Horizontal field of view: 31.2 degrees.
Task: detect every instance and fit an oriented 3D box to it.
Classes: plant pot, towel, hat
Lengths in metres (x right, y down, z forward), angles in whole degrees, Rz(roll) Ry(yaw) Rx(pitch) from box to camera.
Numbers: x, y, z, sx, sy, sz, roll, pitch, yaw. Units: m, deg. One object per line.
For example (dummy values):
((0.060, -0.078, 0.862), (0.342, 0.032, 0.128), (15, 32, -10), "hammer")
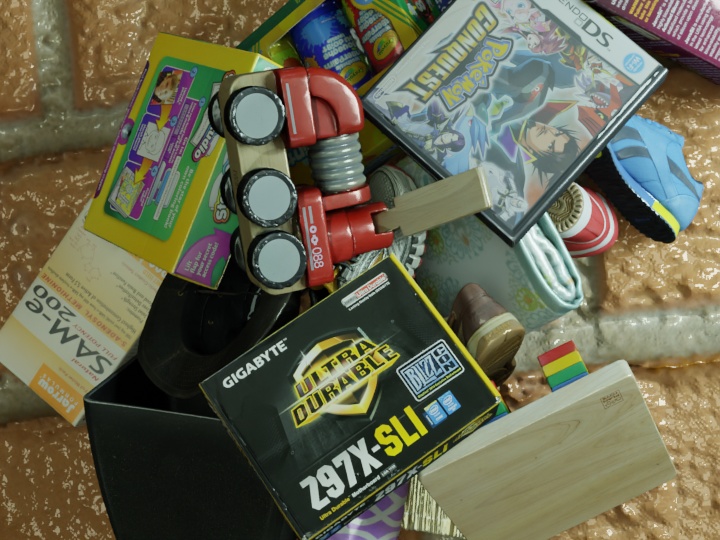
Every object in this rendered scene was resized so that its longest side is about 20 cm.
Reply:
((-0.131, 0.184, 1.212), (0.197, 0.200, 0.180), (6, 105, 11), "plant pot")
((0.102, -0.031, 1.173), (0.048, 0.171, 0.202), (-23, 85, -33), "towel")
((-0.110, 0.037, 1.182), (0.199, 0.081, 0.203), (-22, 48, 26), "hat")

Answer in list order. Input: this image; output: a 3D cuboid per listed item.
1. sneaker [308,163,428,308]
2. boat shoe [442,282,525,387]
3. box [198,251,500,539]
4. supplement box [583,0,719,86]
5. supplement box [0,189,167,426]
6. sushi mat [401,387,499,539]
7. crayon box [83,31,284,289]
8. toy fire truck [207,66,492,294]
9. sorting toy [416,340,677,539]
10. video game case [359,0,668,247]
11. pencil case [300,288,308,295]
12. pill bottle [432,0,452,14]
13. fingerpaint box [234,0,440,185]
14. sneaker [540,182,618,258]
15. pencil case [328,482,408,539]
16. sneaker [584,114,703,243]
((0.000, 0.000, 1.166), (0.077, 0.082, 0.203), (11, 82, 50), "sneaker")
((0.094, 0.071, 1.156), (0.072, 0.201, 0.072), (-32, 71, -15), "boat shoe")
((-0.008, 0.106, 1.063), (0.199, 0.049, 0.160), (-33, 72, -11), "box")
((0.294, -0.230, 1.140), (0.198, 0.110, 0.087), (26, 97, -7), "supplement box")
((-0.261, 0.037, 1.293), (0.125, 0.073, 0.201), (37, 96, 11), "supplement box")
((0.084, 0.155, 1.252), (0.094, 0.012, 0.203), (5, 90, 12), "sushi mat")
((-0.156, -0.104, 1.171), (0.172, 0.058, 0.202), (22, 90, 48), "crayon box")
((-0.009, -0.083, 1.059), (0.197, 0.129, 0.179), (-12, 101, -16), "toy fire truck")
((0.162, 0.158, 1.157), (0.198, 0.199, 0.070), (-27, 49, 7), "sorting toy")
((0.128, -0.152, 1.092), (0.180, 0.026, 0.200), (42, 82, 12), "video game case")
((-0.098, -0.059, 1.260), (0.200, 0.078, 0.090), (47, 112, 9), "pencil case")
((0.129, -0.238, 1.201), (0.111, 0.112, 0.202), (-25, 84, 10), "pill bottle")
((-0.012, -0.182, 1.206), (0.199, 0.073, 0.169), (-32, 79, 34), "fingerpaint box")
((0.157, -0.075, 1.222), (0.200, 0.112, 0.072), (39, 100, 40), "sneaker")
((0.008, 0.180, 1.230), (0.083, 0.085, 0.203), (10, 93, -15), "pencil case")
((0.241, -0.115, 1.168), (0.200, 0.066, 0.079), (44, 75, -25), "sneaker")
